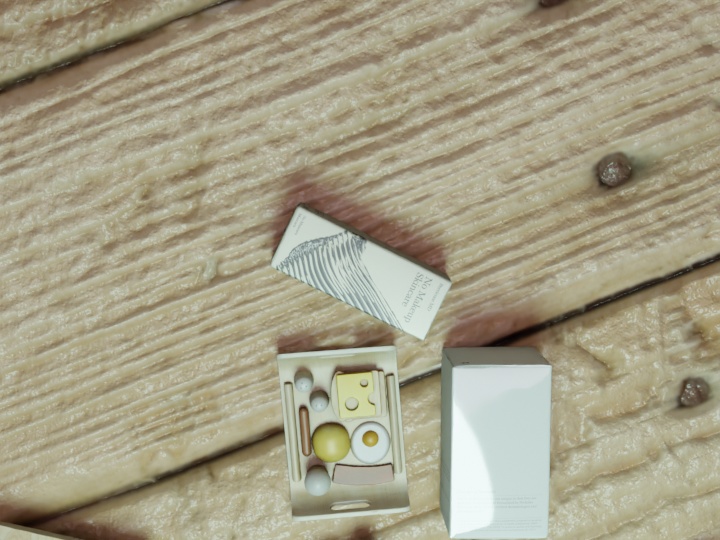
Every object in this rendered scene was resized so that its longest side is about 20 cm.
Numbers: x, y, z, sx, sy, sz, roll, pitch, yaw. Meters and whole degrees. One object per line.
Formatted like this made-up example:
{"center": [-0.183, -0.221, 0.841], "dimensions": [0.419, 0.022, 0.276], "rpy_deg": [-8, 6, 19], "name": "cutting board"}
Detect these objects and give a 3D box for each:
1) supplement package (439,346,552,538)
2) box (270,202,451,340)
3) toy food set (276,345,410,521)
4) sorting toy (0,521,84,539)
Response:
{"center": [0.155, 0.196, 1.425], "dimensions": [0.117, 0.117, 0.201], "rpy_deg": [0, 97, -2], "name": "supplement package"}
{"center": [0.000, 0.000, 1.421], "dimensions": [0.199, 0.068, 0.083], "rpy_deg": [25, 95, -4], "name": "box"}
{"center": [-0.020, 0.190, 1.447], "dimensions": [0.143, 0.060, 0.201], "rpy_deg": [-5, 97, -1], "name": "toy food set"}
{"center": [-0.354, 0.411, 1.452], "dimensions": [0.198, 0.070, 0.201], "rpy_deg": [13, 90, -3], "name": "sorting toy"}
